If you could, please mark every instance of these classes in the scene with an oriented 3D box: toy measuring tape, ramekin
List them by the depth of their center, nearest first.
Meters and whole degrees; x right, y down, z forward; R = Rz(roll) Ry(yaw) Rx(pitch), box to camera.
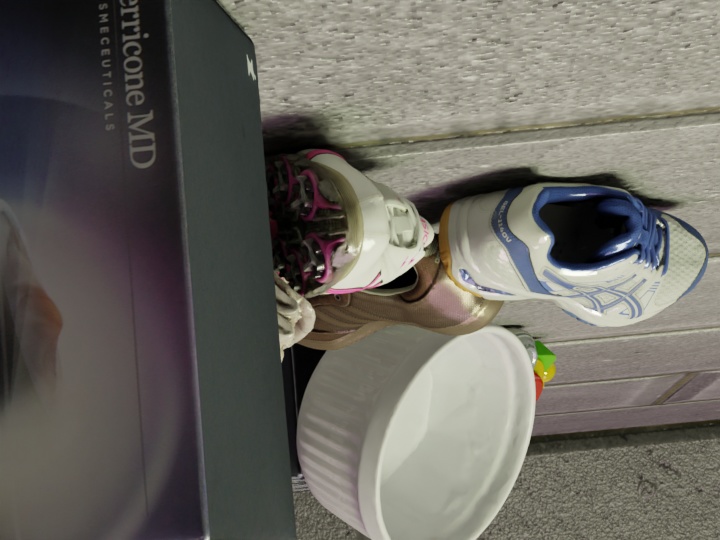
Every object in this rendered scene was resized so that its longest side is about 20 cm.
[{"bbox_3d":[0.039,0.123,1.396,0.105,0.201,0.200,20,-173,37],"label":"ramekin"},{"bbox_3d":[0.111,0.101,1.639,0.200,0.074,0.073,2,168,-45],"label":"toy measuring tape"}]

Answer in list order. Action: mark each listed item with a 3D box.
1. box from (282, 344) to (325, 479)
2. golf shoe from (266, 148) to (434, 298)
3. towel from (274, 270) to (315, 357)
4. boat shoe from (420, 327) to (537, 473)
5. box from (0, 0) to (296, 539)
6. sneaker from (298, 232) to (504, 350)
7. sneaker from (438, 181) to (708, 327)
[{"bbox_3d":[-0.084,0.133,1.546,0.200,0.124,0.198,-11,170,29],"label":"box"},{"bbox_3d":[-0.005,-0.026,0.887,0.092,0.073,0.200,-8,180,-10],"label":"golf shoe"},{"bbox_3d":[-0.088,0.001,0.888,0.132,0.034,0.200,41,166,-3],"label":"towel"},{"bbox_3d":[0.108,0.130,1.543,0.071,0.070,0.201,19,-130,35],"label":"boat shoe"},{"bbox_3d":[-0.137,0.008,0.620,0.198,0.200,0.123,-7,169,9],"label":"box"},{"bbox_3d":[0.000,0.000,1.090,0.200,0.071,0.076,-7,142,46],"label":"sneaker"},{"bbox_3d":[0.144,-0.011,1.019,0.200,0.075,0.088,2,168,-37],"label":"sneaker"}]
